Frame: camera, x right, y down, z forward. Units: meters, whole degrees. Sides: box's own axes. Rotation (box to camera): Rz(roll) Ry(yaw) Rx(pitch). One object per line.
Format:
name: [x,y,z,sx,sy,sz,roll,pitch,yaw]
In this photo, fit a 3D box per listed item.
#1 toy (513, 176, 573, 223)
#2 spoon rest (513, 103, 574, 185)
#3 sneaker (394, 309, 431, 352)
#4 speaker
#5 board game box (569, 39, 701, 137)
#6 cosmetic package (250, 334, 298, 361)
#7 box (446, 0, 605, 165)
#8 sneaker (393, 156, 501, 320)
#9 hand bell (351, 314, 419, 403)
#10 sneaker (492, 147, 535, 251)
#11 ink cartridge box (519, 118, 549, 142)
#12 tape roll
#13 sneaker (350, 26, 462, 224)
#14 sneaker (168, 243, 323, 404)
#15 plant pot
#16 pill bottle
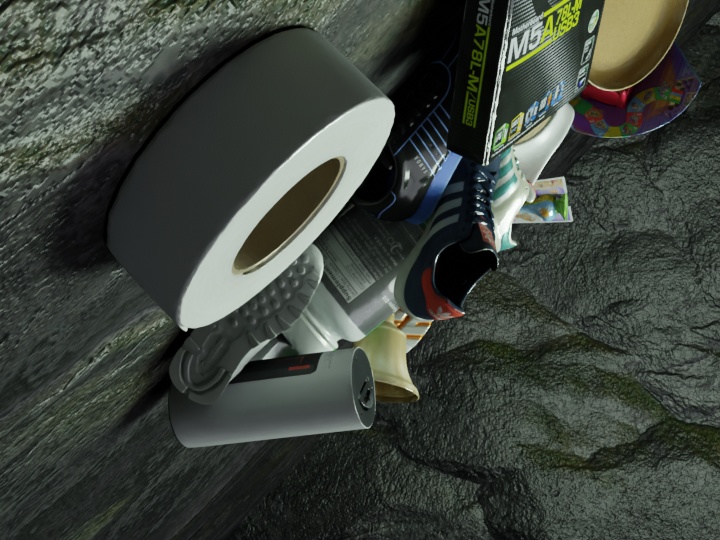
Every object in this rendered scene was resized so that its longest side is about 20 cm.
toy: [0.157,-0.066,1.279,0.197,0.048,0.115,-5,155,15]
spoon rest: [0.168,-0.120,1.175,0.200,0.099,0.061,-49,-154,3]
sneaker: [0.052,0.001,1.238,0.077,0.077,0.203,130,-32,-73]
speaker: [-0.086,0.128,1.040,0.197,0.082,0.081,-8,-178,17]
board game box: [0.294,-0.247,1.208,0.156,0.202,0.039,-21,148,3]
cosmetic package: [-0.118,0.100,1.200,0.083,0.051,0.200,-50,171,-1]
box: [0.151,-0.215,0.883,0.200,0.047,0.195,-37,146,-42]
sneaker: [0.105,-0.044,0.991,0.084,0.075,0.202,8,-105,54]
hand bell: [0.029,0.036,1.160,0.104,0.103,0.203,106,-6,-72]
sneaker: [0.144,-0.112,1.125,0.070,0.092,0.202,-134,-133,-65]
ink cartridge box: [0.173,-0.164,1.326,0.164,0.075,0.200,-41,170,-22]
tape roll: [-0.070,-0.057,0.683,0.202,0.071,0.203,-45,171,-9]
sneaker: [0.057,-0.134,0.947,0.077,0.070,0.202,7,115,-35]
sneaker: [-0.103,0.036,0.973,0.200,0.076,0.081,-43,-178,26]
plant pot: [0.283,-0.296,1.118,0.198,0.027,0.202,-19,123,-33]
pill bottle: [0.000,0.000,1.083,0.199,0.114,0.113,-38,171,2]
